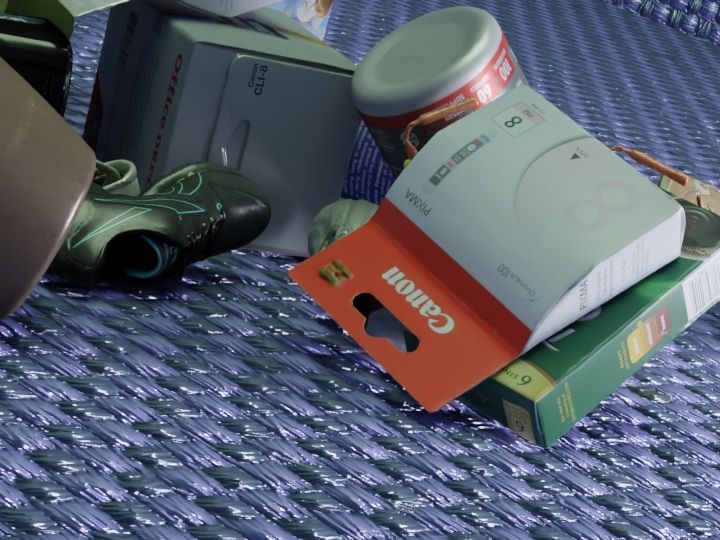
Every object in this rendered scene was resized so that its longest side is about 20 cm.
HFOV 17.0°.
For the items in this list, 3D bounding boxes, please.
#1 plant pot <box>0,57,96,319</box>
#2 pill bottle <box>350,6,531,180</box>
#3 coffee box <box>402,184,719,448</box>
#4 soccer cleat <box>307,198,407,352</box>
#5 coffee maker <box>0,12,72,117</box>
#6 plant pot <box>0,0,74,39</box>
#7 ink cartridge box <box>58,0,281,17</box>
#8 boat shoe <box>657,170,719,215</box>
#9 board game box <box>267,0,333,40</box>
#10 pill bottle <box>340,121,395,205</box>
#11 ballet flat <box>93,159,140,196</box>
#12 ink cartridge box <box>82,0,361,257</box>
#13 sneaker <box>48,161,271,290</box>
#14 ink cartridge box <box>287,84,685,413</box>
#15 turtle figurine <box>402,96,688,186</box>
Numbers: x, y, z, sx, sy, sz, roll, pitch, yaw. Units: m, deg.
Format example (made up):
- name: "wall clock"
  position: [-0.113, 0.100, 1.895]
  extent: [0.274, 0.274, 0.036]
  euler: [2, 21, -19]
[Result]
- name: "plant pot"
  position: [-0.250, -0.064, 1.382]
  extent: [0.174, 0.201, 0.200]
  euler: [30, 10, -15]
- name: "pill bottle"
  position: [0.084, -0.076, 1.708]
  extent: [0.115, 0.201, 0.116]
  euler: [-23, 30, 14]
- name: "coffee box"
  position: [0.137, 0.019, 1.519]
  extent: [0.200, 0.044, 0.123]
  euler: [-37, 44, -25]
- name: "soccer cleat"
  position: [0.000, 0.000, 1.622]
  extent: [0.077, 0.070, 0.200]
  euler: [5, 20, -28]
- name: "coffee maker"
  position: [-0.308, -0.120, 1.673]
  extent: [0.198, 0.135, 0.193]
  euler: [8, 39, -25]
- name: "plant pot"
  position: [-0.326, -0.230, 1.968]
  extent: [0.199, 0.202, 0.190]
  euler: [20, 3, 20]
- name: "ink cartridge box"
  position: [-0.155, -0.232, 1.765]
  extent: [0.199, 0.050, 0.161]
  euler: [-22, 44, -25]
- name: "boat shoe"
  position: [0.298, -0.049, 2.139]
  extent: [0.064, 0.072, 0.200]
  euler: [19, 12, 16]
- name: "board game box"
  position: [-0.096, -0.184, 1.959]
  extent: [0.043, 0.201, 0.200]
  euler: [23, 16, 25]
- name: "pill bottle"
  position: [0.029, -0.091, 1.900]
  extent: [0.199, 0.121, 0.119]
  euler: [24, 16, 31]
- name: "ballet flat"
  position: [-0.221, -0.051, 1.574]
  extent: [0.069, 0.070, 0.199]
  euler: [26, 17, 37]
- name: "ink cartridge box"
  position: [-0.104, -0.113, 1.781]
  extent: [0.144, 0.146, 0.200]
  euler: [9, 16, -24]
- name: "sneaker"
  position: [-0.130, -0.019, 1.567]
  extent: [0.199, 0.076, 0.079]
  euler: [-9, 36, -42]
- name: "ink cartridge box"
  position: [0.076, -0.019, 1.499]
  extent: [0.199, 0.057, 0.162]
  euler: [-28, 48, -23]
- name: "turtle figurine"
  position: [0.115, -0.025, 1.634]
  extent: [0.198, 0.162, 0.065]
  euler: [8, 32, -11]
